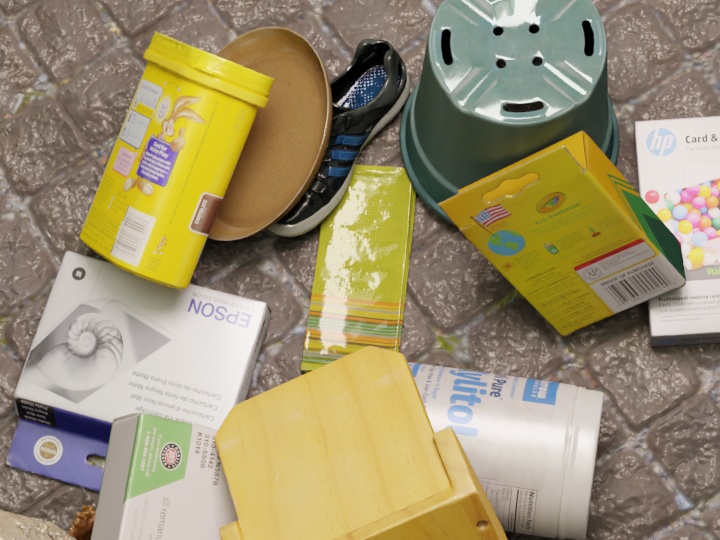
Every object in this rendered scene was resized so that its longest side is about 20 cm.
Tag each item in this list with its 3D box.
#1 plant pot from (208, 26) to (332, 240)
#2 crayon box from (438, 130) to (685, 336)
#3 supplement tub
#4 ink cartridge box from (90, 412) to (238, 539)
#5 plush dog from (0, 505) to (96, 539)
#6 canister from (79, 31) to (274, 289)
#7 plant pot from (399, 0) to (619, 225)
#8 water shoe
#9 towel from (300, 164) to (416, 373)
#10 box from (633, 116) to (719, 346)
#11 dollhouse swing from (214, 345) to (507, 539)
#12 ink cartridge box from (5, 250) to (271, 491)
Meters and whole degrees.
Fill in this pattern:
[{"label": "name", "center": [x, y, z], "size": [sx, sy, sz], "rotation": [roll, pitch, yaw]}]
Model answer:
[{"label": "plant pot", "center": [-0.094, -0.120, 1.782], "size": [0.200, 0.027, 0.200], "rotation": [-16, 65, 38]}, {"label": "crayon box", "center": [0.171, -0.037, 1.674], "size": [0.127, 0.200, 0.051], "rotation": [-24, 42, 26]}, {"label": "supplement tub", "center": [0.099, 0.151, 1.678], "size": [0.200, 0.132, 0.132], "rotation": [7, 75, 7]}, {"label": "ink cartridge box", "center": [-0.115, 0.211, 1.659], "size": [0.200, 0.084, 0.146], "rotation": [14, 74, -23]}, {"label": "plush dog", "center": [-0.284, 0.255, 1.663], "size": [0.200, 0.172, 0.160], "rotation": [36, 80, 15]}, {"label": "canister", "center": [-0.166, -0.097, 1.750], "size": [0.087, 0.149, 0.200], "rotation": [20, 95, -30]}, {"label": "plant pot", "center": [0.132, -0.153, 1.719], "size": [0.200, 0.196, 0.200], "rotation": [-1, 71, 1]}, {"label": "water shoe", "center": [-0.032, -0.124, 1.789], "size": [0.071, 0.079, 0.200], "rotation": [27, 73, 24]}, {"label": "towel", "center": [0.000, 0.000, 1.789], "size": [0.086, 0.018, 0.200], "rotation": [5, 74, 6]}, {"label": "box", "center": [0.326, -0.038, 1.756], "size": [0.156, 0.041, 0.200], "rotation": [-3, 73, 5]}, {"label": "dollhouse swing", "center": [0.000, 0.197, 1.603], "size": [0.200, 0.182, 0.176], "rotation": [-25, 33, 3]}, {"label": "ink cartridge box", "center": [-0.201, 0.100, 1.768], "size": [0.199, 0.041, 0.200], "rotation": [14, 76, 9]}]
